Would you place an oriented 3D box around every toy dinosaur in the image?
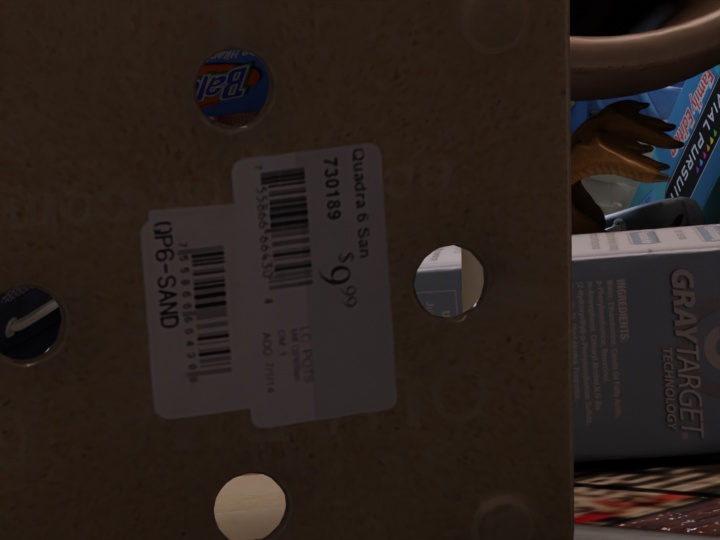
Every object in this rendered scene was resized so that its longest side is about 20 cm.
[{"bbox_3d":[0.056,-0.002,0.860,0.200,0.106,0.060,14,26,-24],"label":"toy dinosaur"}]

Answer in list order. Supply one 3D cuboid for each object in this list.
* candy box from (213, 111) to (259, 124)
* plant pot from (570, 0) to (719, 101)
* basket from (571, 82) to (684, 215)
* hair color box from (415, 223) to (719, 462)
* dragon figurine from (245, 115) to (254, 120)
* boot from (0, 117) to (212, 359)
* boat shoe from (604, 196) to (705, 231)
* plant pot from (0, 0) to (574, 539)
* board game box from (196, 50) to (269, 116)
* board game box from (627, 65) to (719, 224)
[{"bbox_3d":[-0.099,-0.059,1.081,0.116,0.200,0.056,-5,0,-14],"label":"candy box"},{"bbox_3d":[0.060,-0.132,0.922,0.200,0.201,0.175,-5,-16,-8],"label":"plant pot"},{"bbox_3d":[0.151,-0.086,1.186,0.176,0.200,0.139,-10,11,-41],"label":"basket"},{"bbox_3d":[0.072,0.021,0.785,0.200,0.061,0.099,-5,4,4],"label":"hair color box"},{"bbox_3d":[0.000,0.000,0.985,0.200,0.059,0.099,26,-17,32],"label":"dragon figurine"},{"bbox_3d":[-0.111,-0.010,0.973,0.073,0.091,0.200,9,19,19],"label":"boot"},{"bbox_3d":[0.070,0.001,1.052,0.073,0.062,0.200,-7,5,-33],"label":"boat shoe"},{"bbox_3d":[-0.046,-0.015,0.591,0.200,0.200,0.177,-5,15,-13],"label":"plant pot"},{"bbox_3d":[-0.111,-0.141,0.992,0.152,0.200,0.045,-9,-33,-33],"label":"board game box"},{"bbox_3d":[0.196,-0.055,1.026,0.151,0.047,0.200,-6,-35,-18],"label":"board game box"}]
